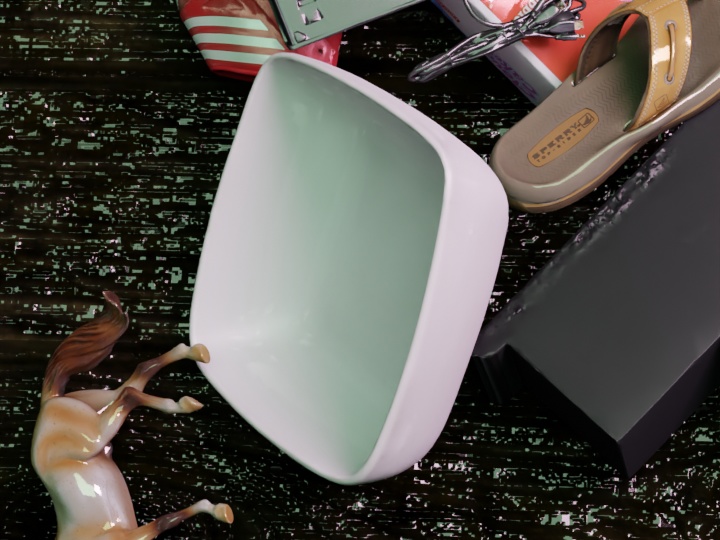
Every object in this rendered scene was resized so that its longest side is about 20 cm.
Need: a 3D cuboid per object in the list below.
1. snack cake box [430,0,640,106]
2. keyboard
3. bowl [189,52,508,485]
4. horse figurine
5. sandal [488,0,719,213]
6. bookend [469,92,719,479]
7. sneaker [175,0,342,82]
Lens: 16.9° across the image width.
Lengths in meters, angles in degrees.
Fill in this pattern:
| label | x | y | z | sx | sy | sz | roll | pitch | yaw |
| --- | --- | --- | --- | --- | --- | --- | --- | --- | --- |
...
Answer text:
| label | x | y | z | sx | sy | sz | roll | pitch | yaw |
| --- | --- | --- | --- | --- | --- | --- | --- | --- | --- |
| snack cake box | 0.138 | -0.202 | 1.387 | 0.115 | 0.067 | 0.200 | 44 | 82 | -12 |
| keyboard | 0.049 | -0.166 | 1.325 | 0.199 | 0.021 | 0.128 | -21 | 89 | -4 |
| bowl | 0.000 | 0.000 | 1.305 | 0.200 | 0.074 | 0.201 | 36 | 114 | 48 |
| horse figurine | -0.136 | 0.117 | 1.346 | 0.132 | 0.050 | 0.201 | -16 | 83 | 18 |
| sandal | 0.147 | -0.112 | 1.313 | 0.200 | 0.054 | 0.080 | -40 | 47 | -5 |
| bookend | 0.199 | 0.047 | 1.308 | 0.200 | 0.092 | 0.199 | 41 | 82 | 21 |
| sneaker | -0.009 | -0.169 | 1.418 | 0.199 | 0.078 | 0.116 | -20 | 91 | 0 |
